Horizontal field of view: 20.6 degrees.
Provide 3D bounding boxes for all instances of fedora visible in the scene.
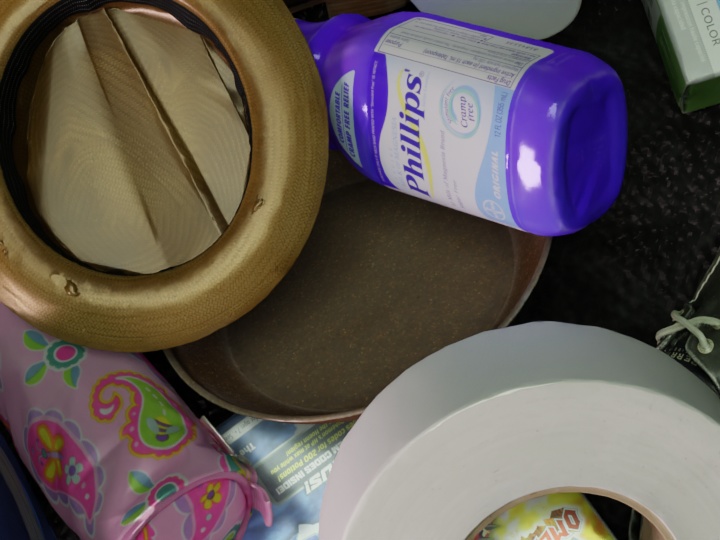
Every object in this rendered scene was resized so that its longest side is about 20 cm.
[{"bbox_3d":[-0.104,-0.057,0.936,0.200,0.082,0.201,-1,80,6],"label":"fedora"}]

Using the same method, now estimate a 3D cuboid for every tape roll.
[{"bbox_3d":[0.082,0.127,0.857,0.202,0.071,0.203,-2,110,-5],"label":"tape roll"}]

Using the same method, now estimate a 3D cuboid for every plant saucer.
[{"bbox_3d":[0.000,0.000,0.946,0.200,0.037,0.201,-13,46,14],"label":"plant saucer"}]

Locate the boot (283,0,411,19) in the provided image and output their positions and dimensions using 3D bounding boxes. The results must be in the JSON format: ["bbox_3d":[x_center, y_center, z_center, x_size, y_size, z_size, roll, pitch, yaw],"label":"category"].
[{"bbox_3d":[-0.068,-0.201,0.944,0.186,0.200,0.064,-15,45,-4],"label":"boot"}]

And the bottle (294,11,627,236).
[{"bbox_3d":[0.028,-0.077,0.917,0.200,0.065,0.084,20,126,38],"label":"bottle"}]

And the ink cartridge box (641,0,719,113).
[{"bbox_3d":[0.236,-0.161,0.966,0.199,0.059,0.104,-18,78,4],"label":"ink cartridge box"}]

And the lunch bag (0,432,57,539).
[{"bbox_3d":[-0.244,0.149,0.910,0.200,0.132,0.136,-24,100,9],"label":"lunch bag"}]

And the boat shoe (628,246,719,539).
[{"bbox_3d":[0.172,0.046,0.925,0.064,0.071,0.201,15,83,-25],"label":"boat shoe"}]

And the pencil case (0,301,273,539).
[{"bbox_3d":[-0.125,0.066,0.934,0.087,0.087,0.200,-43,56,-1],"label":"pencil case"}]

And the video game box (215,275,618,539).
[{"bbox_3d":[0.005,0.134,0.956,0.200,0.047,0.182,-37,80,0],"label":"video game box"}]

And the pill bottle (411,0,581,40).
[{"bbox_3d":[0.081,-0.214,0.942,0.112,0.112,0.200,10,64,9],"label":"pill bottle"}]
